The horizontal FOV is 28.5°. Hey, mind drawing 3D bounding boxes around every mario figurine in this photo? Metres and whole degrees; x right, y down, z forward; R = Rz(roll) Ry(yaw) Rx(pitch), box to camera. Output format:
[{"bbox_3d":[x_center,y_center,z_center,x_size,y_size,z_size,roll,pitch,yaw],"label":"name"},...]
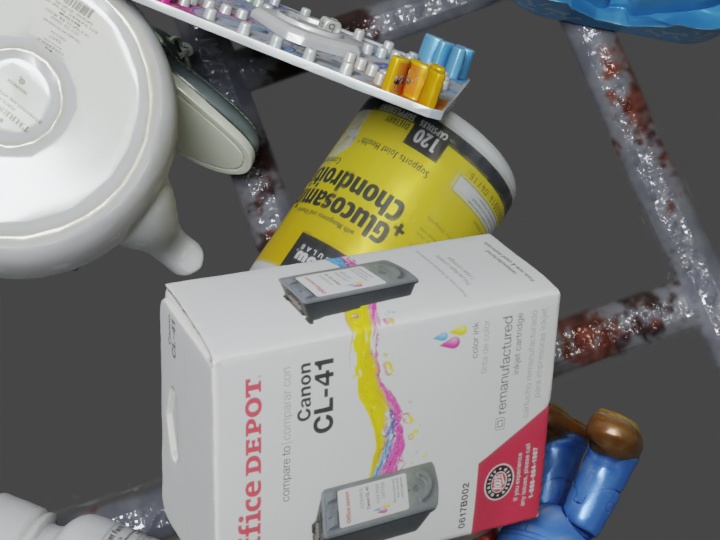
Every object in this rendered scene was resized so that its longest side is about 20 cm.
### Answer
[{"bbox_3d":[0.096,0.171,0.812,0.105,0.123,0.202,22,72,-9],"label":"mario figurine"}]

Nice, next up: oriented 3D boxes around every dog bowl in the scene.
[{"bbox_3d":[0.178,-0.212,0.944,0.197,0.050,0.113,11,76,2],"label":"dog bowl"}]

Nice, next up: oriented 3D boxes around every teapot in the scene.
[{"bbox_3d":[-0.203,-0.085,0.835,0.195,0.146,0.203,-11,84,-11],"label":"teapot"}]

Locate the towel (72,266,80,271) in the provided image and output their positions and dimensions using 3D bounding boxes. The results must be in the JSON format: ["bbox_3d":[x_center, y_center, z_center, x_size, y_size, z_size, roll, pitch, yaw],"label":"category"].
[{"bbox_3d":[-0.248,-0.082,0.919,0.198,0.018,0.087,29,82,5],"label":"towel"}]

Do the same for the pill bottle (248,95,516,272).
[{"bbox_3d":[0.000,0.000,0.853,0.111,0.112,0.201,32,77,7],"label":"pill bottle"}]

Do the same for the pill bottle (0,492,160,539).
[{"bbox_3d":[-0.132,0.207,0.797,0.198,0.113,0.115,22,76,5],"label":"pill bottle"}]

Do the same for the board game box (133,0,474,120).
[{"bbox_3d":[-0.030,-0.148,0.851,0.198,0.200,0.026,22,106,4],"label":"board game box"}]

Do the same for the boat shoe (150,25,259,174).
[{"bbox_3d":[-0.136,-0.140,0.907,0.199,0.073,0.062,36,60,8],"label":"boat shoe"}]

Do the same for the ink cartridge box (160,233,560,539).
[{"bbox_3d":[0.000,0.074,0.758,0.198,0.086,0.150,-11,118,-24],"label":"ink cartridge box"}]
